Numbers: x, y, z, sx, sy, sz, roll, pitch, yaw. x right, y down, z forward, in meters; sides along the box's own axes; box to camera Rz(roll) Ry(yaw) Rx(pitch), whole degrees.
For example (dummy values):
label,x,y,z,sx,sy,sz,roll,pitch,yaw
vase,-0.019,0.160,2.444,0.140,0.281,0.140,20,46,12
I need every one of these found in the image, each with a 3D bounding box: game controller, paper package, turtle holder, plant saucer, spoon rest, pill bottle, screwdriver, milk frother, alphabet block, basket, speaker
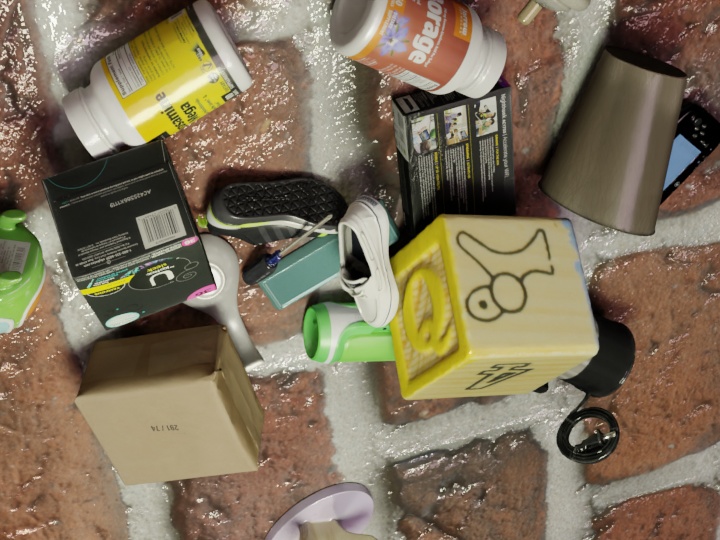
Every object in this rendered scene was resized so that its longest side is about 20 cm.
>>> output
label,x,y,z,sx,sy,sz,roll,pitch,yaw
game controller,0.413,-0.140,1.857,0.104,0.042,0.200,31,110,-35
paper package,-0.243,0.179,1.755,0.197,0.104,0.192,-8,130,14
turtle holder,-0.461,0.015,1.574,0.183,0.142,0.133,-18,147,-19
plant saucer,-0.042,-0.017,1.788,0.198,0.019,0.070,-30,129,3
spoon rest,-0.187,0.041,1.758,0.098,0.061,0.202,-25,116,-3
pill bottle,0.071,-0.276,1.582,0.198,0.113,0.113,17,117,-31
screwdriver,-0.095,-0.030,1.695,0.029,0.028,0.200,27,142,-19
milk frother,0.287,0.149,1.918,0.187,0.201,0.181,23,118,-32
alphabet block,0.164,0.050,1.753,0.197,0.198,0.196,1,156,-26
pill bottle,-0.230,-0.208,1.514,0.198,0.113,0.113,-30,130,3
basket,0.337,-0.173,1.736,0.135,0.180,0.202,-4,120,-42
speaker,0.025,0.084,1.843,0.197,0.089,0.089,0,125,-21

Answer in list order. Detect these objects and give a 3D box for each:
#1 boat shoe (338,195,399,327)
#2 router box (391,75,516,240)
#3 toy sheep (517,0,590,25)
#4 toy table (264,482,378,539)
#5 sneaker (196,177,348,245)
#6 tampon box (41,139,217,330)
label,x,y,z,sx,sy,sz,roll,pitch,yaw
boat shoe,0.000,0.000,1.722,0.065,0.073,0.202,-41,136,-35
router box,0.123,-0.144,1.735,0.147,0.051,0.202,-16,129,-12
toy sheep,0.249,-0.372,1.567,0.137,0.138,0.201,20,116,-31
toy table,-0.055,0.429,2.044,0.183,0.118,0.200,31,110,-35
sneaker,-0.110,-0.071,1.706,0.197,0.073,0.083,5,152,-25
tampon box,-0.264,-0.036,1.564,0.148,0.128,0.200,-20,162,-5
